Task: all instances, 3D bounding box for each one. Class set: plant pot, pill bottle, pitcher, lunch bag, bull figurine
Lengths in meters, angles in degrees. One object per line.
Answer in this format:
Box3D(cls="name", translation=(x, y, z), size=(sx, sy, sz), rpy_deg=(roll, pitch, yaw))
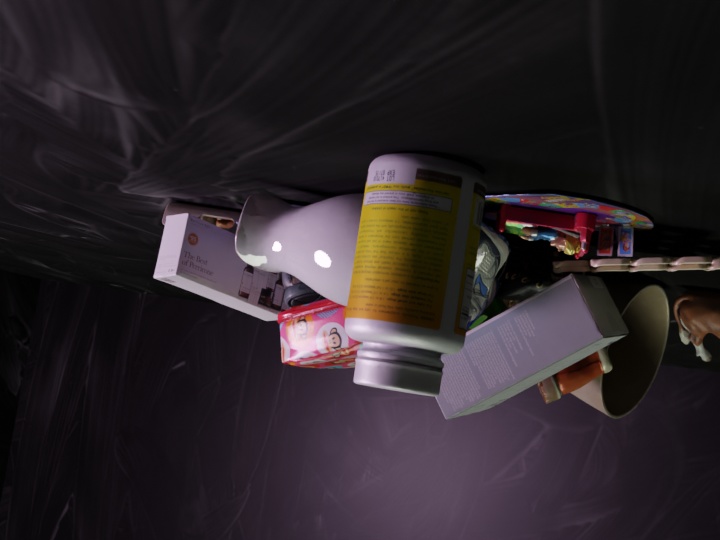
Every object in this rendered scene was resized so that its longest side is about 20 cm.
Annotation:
Box3D(cls="plant pot", translation=(0.301, 0.082, 1.526), size=(0.199, 0.189, 0.186), rpy_deg=(20, -178, 39))
Box3D(cls="pill bottle", translation=(0.046, 0.005, 0.962), size=(0.108, 0.203, 0.109), rpy_deg=(9, 174, 1))
Box3D(cls="pitcher", translation=(-0.012, -0.020, 1.197), size=(0.198, 0.123, 0.171), rpy_deg=(9, 173, 31))
Box3D(cls="lunch bag", translation=(-0.005, 0.079, 1.328), size=(0.175, 0.083, 0.199), rpy_deg=(-16, 167, 31))
Box3D(cls="bull figurine", translation=(0.525, 0.077, 1.478), size=(0.198, 0.065, 0.122), rpy_deg=(15, 143, 18))

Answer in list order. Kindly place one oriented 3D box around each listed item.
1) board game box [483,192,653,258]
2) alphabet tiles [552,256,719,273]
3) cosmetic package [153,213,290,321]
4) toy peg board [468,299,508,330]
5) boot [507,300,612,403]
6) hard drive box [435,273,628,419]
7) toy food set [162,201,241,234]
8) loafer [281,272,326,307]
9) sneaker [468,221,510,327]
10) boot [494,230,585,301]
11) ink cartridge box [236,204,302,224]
Box3D(cls="board game box", translation=(0.189, -0.039, 1.091), size=(0.157, 0.039, 0.199), rpy_deg=(15, 171, -42))
Box3D(cls="alphabet tiles", translation=(0.307, -0.005, 1.171), size=(0.197, 0.015, 0.196), rpy_deg=(-1, 179, 11))
Box3D(cls="cosmetic package", translation=(-0.169, -0.002, 1.406), size=(0.050, 0.084, 0.199), rpy_deg=(-7, 158, 41))
Box3D(cls="toy peg board", translation=(0.104, 0.075, 1.490), size=(0.199, 0.098, 0.199), rpy_deg=(-42, 149, 21))
Box3D(cls="boot", translation=(0.250, 0.059, 1.402), size=(0.106, 0.202, 0.075), rpy_deg=(-22, 161, 5))
Box3D(cls="hard drive box", translation=(0.187, 0.086, 1.226), size=(0.199, 0.077, 0.156), rpy_deg=(-30, 167, 19))
Box3D(cls="toy food set", translation=(-0.180, -0.043, 1.507), size=(0.142, 0.061, 0.200), rpy_deg=(9, 174, 6))
Box3D(cls="loafer", translation=(0.000, 0.000, 1.337), size=(0.197, 0.064, 0.072), rpy_deg=(-7, 157, -16))
Box3D(cls="sneaker", translation=(0.105, 0.011, 1.133), size=(0.076, 0.086, 0.201), rpy_deg=(25, 158, 21))
Box3D(cls="boot", translation=(0.193, -0.002, 1.293), size=(0.149, 0.074, 0.200), rpy_deg=(4, 165, -5))
Box3D(cls="ink cartridge box", translation=(-0.046, -0.051, 1.339), size=(0.197, 0.043, 0.119), rpy_deg=(6, 175, 5))
